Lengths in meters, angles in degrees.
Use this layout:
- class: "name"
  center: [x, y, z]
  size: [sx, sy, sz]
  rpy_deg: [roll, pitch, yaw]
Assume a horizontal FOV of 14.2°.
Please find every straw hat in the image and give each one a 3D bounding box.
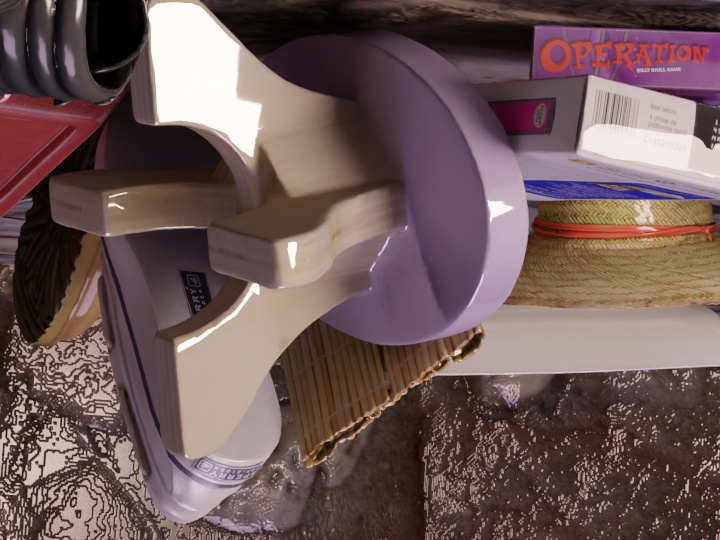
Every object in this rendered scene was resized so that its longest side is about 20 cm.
- class: "straw hat"
  center: [0.127, -0.037, 1.391]
  size: [0.200, 0.086, 0.201]
  rpy_deg: [-1, -172, 0]

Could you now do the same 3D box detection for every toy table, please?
- class: "toy table"
  center: [-0.035, -0.025, 1.162]
  size: [0.117, 0.185, 0.200]
  rpy_deg: [-11, -177, -31]

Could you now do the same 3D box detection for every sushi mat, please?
- class: "sushi mat"
  center: [0.000, 0.000, 1.265]
  size: [0.095, 0.200, 0.012]
  rpy_deg: [-34, 123, 13]

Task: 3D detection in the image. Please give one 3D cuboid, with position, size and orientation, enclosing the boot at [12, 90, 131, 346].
- class: "boot"
  center: [-0.051, -0.022, 1.399]
  size: [0.199, 0.066, 0.175]
  rpy_deg: [7, 134, -29]

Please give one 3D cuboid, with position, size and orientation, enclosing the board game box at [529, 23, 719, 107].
- class: "board game box"
  center: [0.174, -0.075, 1.181]
  size: [0.199, 0.032, 0.120]
  rpy_deg: [3, 179, 10]

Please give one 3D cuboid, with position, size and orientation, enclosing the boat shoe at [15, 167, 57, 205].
- class: "boat shoe"
  center: [-0.164, -0.069, 1.418]
  size: [0.199, 0.075, 0.073]
  rpy_deg: [-1, 165, -16]

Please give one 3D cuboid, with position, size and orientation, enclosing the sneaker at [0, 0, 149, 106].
- class: "sneaker"
  center: [-0.122, -0.081, 1.040]
  size: [0.099, 0.071, 0.200]
  rpy_deg: [9, 173, 4]

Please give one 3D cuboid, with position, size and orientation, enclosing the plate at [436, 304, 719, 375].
- class: "plate"
  center: [0.080, 0.020, 1.419]
  size: [0.198, 0.033, 0.200]
  rpy_deg: [-2, -172, -2]

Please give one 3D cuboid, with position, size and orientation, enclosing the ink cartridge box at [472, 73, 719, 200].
- class: "ink cartridge box"
  center: [0.080, -0.051, 1.178]
  size: [0.094, 0.037, 0.200]
  rpy_deg: [11, 174, -26]

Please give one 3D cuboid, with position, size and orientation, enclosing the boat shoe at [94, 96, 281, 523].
- class: "boat shoe"
  center: [-0.083, 0.016, 1.259]
  size: [0.072, 0.201, 0.066]
  rpy_deg: [4, 143, -33]

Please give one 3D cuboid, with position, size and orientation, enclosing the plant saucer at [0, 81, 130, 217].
- class: "plant saucer"
  center: [-0.218, -0.059, 1.279]
  size: [0.199, 0.037, 0.200]
  rpy_deg: [6, 155, -30]
